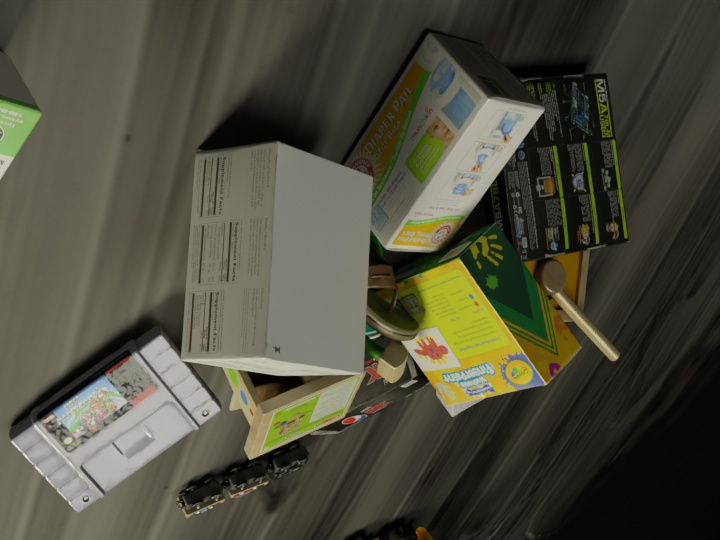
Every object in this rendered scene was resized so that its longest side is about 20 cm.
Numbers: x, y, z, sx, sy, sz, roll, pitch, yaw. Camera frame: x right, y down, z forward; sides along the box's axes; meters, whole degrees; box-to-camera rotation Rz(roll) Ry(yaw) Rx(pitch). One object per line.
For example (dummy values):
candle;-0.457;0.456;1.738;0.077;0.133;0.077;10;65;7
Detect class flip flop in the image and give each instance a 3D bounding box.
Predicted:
flip flop;0.000;0.000;1.376;0.057;0.081;0.200;-39;105;10

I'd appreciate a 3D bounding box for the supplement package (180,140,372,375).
supplement package;-0.077;-0.005;1.234;0.110;0.204;0.155;-3;169;37

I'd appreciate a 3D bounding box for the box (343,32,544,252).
box;0.079;-0.130;1.333;0.101;0.113;0.201;2;131;-48

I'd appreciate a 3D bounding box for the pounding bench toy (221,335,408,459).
pounding bench toy;-0.063;0.081;1.403;0.198;0.157;0.125;-21;157;-23

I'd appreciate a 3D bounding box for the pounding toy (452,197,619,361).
pounding toy;0.213;0.001;1.521;0.182;0.141;0.204;0;97;-44

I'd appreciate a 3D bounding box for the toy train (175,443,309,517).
toy train;-0.156;0.279;1.683;0.198;0.034;0.046;-18;155;-30

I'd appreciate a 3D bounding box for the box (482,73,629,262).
box;0.216;-0.117;1.432;0.191;0.204;0.047;-10;-177;-40

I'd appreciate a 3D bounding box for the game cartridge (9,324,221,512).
game cartridge;-0.265;0.161;1.375;0.199;0.038;0.130;-35;125;0

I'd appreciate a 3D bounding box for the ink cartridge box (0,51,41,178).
ink cartridge box;-0.363;-0.084;0.976;0.144;0.084;0.201;11;123;-50

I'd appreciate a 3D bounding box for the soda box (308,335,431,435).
soda box;0.006;0.138;1.569;0.199;0.072;0.063;-32;157;37

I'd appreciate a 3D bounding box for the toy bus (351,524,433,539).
toy bus;0.018;0.524;2.089;0.198;0.137;0.192;-4;150;-39

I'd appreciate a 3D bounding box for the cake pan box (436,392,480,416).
cake pan box;0.193;0.103;1.796;0.198;0.052;0.186;-28;144;-16

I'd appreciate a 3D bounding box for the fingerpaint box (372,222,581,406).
fingerpaint box;0.124;0.054;1.414;0.073;0.168;0.199;-40;-172;-30

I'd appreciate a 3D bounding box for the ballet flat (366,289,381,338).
ballet flat;0.021;0.050;1.554;0.198;0.070;0.070;-21;144;-28

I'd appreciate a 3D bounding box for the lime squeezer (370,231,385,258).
lime squeezer;0.029;-0.033;1.469;0.201;0.038;0.071;-54;161;0
